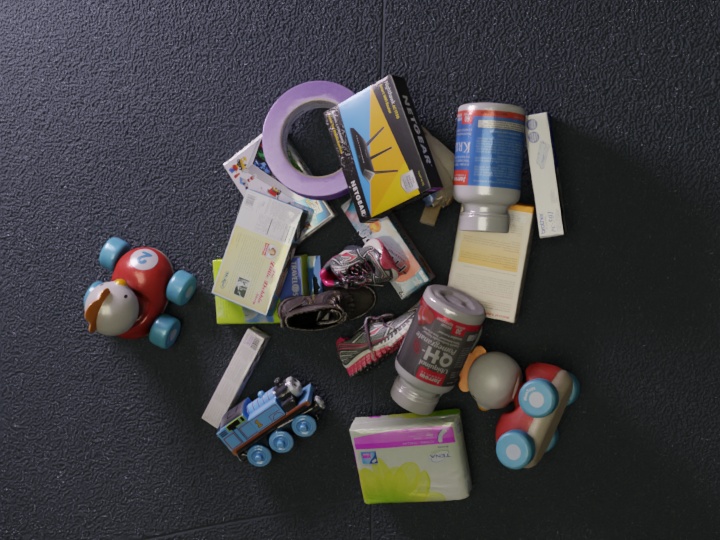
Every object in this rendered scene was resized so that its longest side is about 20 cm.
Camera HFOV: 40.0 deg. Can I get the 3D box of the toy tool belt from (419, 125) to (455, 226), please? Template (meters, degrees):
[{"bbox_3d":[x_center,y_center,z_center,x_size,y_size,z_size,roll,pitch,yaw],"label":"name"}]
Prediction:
[{"bbox_3d":[0.086,-0.181,1.694,0.200,0.125,0.123,43,95,8],"label":"toy tool belt"}]

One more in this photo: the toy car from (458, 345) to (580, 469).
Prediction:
[{"bbox_3d":[0.241,0.214,1.665,0.199,0.184,0.178,27,102,23],"label":"toy car"}]

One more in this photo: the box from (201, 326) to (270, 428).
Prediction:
[{"bbox_3d":[-0.233,0.200,1.852,0.041,0.039,0.201,30,101,11],"label":"box"}]

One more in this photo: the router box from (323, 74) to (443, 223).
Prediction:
[{"bbox_3d":[0.035,-0.199,1.636,0.148,0.051,0.202,-25,80,31],"label":"router box"}]

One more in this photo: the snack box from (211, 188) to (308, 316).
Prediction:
[{"bbox_3d":[-0.181,-0.032,1.773,0.115,0.037,0.202,21,94,15],"label":"snack box"}]

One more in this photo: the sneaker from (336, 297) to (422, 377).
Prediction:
[{"bbox_3d":[0.043,0.107,1.744,0.199,0.081,0.075,-36,76,13],"label":"sneaker"}]

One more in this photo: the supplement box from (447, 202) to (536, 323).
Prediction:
[{"bbox_3d":[0.224,-0.022,1.694,0.125,0.073,0.202,11,98,14],"label":"supplement box"}]

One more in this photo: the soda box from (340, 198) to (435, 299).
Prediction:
[{"bbox_3d":[0.050,-0.050,1.740,0.063,0.068,0.201,-35,87,14],"label":"soda box"}]

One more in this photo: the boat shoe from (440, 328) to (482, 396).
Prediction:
[{"bbox_3d":[0.148,0.162,1.742,0.074,0.065,0.203,35,97,26],"label":"boat shoe"}]

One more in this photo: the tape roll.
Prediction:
[{"bbox_3d":[-0.070,-0.227,1.738,0.198,0.066,0.203,0,88,3],"label":"tape roll"}]

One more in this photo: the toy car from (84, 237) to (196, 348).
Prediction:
[{"bbox_3d":[-0.434,0.049,1.801,0.183,0.200,0.178,25,100,11],"label":"toy car"}]

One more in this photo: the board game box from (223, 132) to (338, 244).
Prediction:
[{"bbox_3d":[-0.146,-0.147,1.801,0.126,0.035,0.201,-34,86,14],"label":"board game box"}]

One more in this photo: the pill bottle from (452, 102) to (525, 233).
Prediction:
[{"bbox_3d":[0.206,-0.163,1.596,0.111,0.112,0.202,4,91,14],"label":"pill bottle"}]

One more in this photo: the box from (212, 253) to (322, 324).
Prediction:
[{"bbox_3d":[-0.170,0.036,1.818,0.198,0.048,0.123,-3,94,16],"label":"box"}]

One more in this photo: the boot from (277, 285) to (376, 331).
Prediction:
[{"bbox_3d":[-0.051,0.072,1.701,0.198,0.174,0.070,-11,96,-13],"label":"boot"}]

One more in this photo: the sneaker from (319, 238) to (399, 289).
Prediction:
[{"bbox_3d":[0.000,0.000,1.696,0.074,0.200,0.081,-33,98,-25],"label":"sneaker"}]

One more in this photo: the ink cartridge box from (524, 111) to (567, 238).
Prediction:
[{"bbox_3d":[0.309,-0.158,1.650,0.044,0.094,0.202,-8,92,15],"label":"ink cartridge box"}]

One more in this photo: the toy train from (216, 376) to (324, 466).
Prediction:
[{"bbox_3d":[-0.162,0.272,1.803,0.199,0.087,0.115,-35,107,15],"label":"toy train"}]

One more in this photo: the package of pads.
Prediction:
[{"bbox_3d":[0.091,0.334,1.750,0.198,0.068,0.156,-7,105,16],"label":"package of pads"}]

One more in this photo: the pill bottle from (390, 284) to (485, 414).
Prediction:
[{"bbox_3d":[0.123,0.135,1.650,0.110,0.111,0.202,26,109,11],"label":"pill bottle"}]
